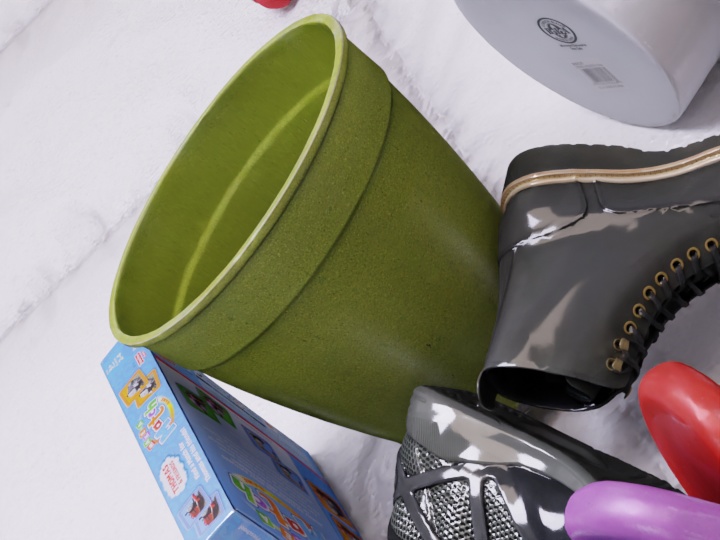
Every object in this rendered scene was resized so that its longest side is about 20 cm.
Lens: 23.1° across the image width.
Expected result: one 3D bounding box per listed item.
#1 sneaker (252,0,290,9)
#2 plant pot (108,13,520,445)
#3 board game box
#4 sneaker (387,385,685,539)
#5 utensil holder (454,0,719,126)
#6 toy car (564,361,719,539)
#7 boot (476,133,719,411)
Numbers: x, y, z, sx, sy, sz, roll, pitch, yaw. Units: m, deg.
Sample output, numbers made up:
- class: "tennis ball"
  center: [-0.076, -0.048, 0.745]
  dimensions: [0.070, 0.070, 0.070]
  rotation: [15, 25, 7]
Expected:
- class: "sneaker"
  center: [-0.019, -0.285, 1.411]
  dimensions: [0.200, 0.077, 0.085]
  rotation: [-45, 43, 20]
- class: "plant pot"
  center: [0.000, 0.000, 0.950]
  dimensions: [0.200, 0.192, 0.201]
  rotation: [-44, 26, 28]
- class: "board game box"
  center: [-0.055, 0.122, 0.948]
  dimensions: [0.037, 0.151, 0.200]
  rotation: [-47, 32, 4]
- class: "sneaker"
  center: [0.090, 0.139, 0.838]
  dimensions: [0.198, 0.076, 0.115]
  rotation: [22, 100, 37]
- class: "utensil holder"
  center: [0.164, -0.210, 1.008]
  dimensions: [0.201, 0.170, 0.169]
  rotation: [-57, 33, -10]
- class: "toy car"
  center: [0.153, 0.107, 0.665]
  dimensions: [0.201, 0.149, 0.175]
  rotation: [-60, -10, -15]
- class: "boot"
  center: [0.158, 0.009, 0.856]
  dimensions: [0.198, 0.078, 0.139]
  rotation: [-4, 53, 26]
